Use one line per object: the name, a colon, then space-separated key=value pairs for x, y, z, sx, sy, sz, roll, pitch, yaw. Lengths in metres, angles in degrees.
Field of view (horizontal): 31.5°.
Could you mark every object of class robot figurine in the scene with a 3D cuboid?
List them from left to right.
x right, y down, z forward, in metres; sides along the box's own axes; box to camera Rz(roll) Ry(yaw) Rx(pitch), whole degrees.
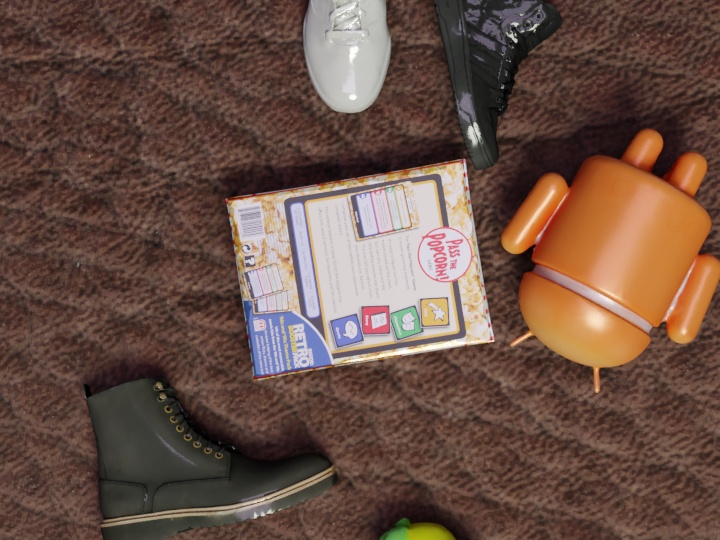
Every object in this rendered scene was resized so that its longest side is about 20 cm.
robot figurine: x=0.198 y=-0.011 z=1.008 sx=0.144 sy=0.117 sz=0.201 roll=28 pitch=90 yaw=-32

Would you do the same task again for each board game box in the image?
board game box: x=0.000 y=0.000 z=1.051 sx=0.199 sy=0.046 sz=0.152 roll=-9 pitch=88 yaw=3

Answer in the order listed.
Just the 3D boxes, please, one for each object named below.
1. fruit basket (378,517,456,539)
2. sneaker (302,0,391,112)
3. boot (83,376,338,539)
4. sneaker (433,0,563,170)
fruit basket: x=0.090 y=0.293 z=1.002 sx=0.214 sy=0.156 sz=0.217 roll=-2 pitch=103 yaw=-7
sneaker: x=-0.010 y=-0.231 z=1.035 sx=0.075 sy=0.088 sz=0.201 roll=3 pitch=89 yaw=1
boot: x=-0.128 y=0.139 z=1.045 sx=0.199 sy=0.077 sz=0.139 roll=-14 pitch=84 yaw=1
sneaker: x=0.119 y=-0.190 z=1.042 sx=0.104 sy=0.060 sz=0.201 roll=-12 pitch=85 yaw=7
